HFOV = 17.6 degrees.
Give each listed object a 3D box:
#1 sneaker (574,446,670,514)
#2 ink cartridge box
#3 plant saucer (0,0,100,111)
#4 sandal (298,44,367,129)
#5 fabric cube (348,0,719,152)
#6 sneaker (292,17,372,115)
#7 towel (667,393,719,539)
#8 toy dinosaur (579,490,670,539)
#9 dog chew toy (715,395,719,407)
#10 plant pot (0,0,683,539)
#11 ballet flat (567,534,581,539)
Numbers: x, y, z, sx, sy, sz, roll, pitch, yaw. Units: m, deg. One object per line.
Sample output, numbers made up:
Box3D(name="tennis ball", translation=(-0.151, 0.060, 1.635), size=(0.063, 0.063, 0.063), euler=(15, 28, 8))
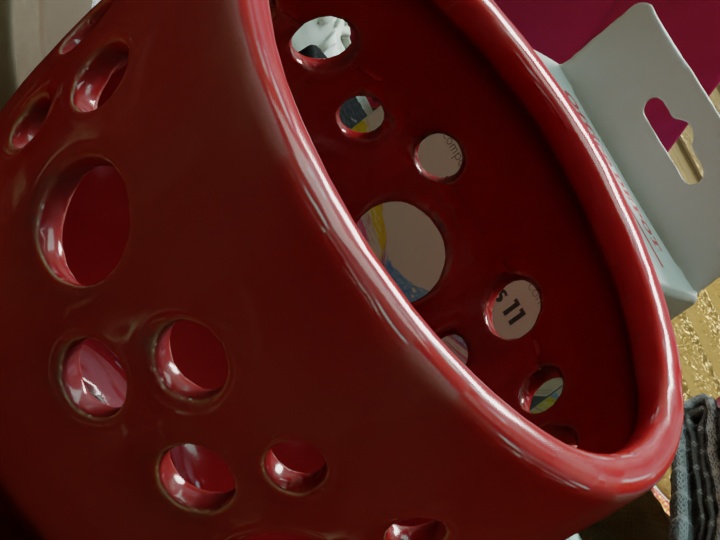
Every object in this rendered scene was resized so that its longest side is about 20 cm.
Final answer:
Box3D(name="sneaker", translation=(0.104, 0.112, 1.016), size=(0.077, 0.073, 0.200), euler=(-16, 64, -45))
Box3D(name="ink cartridge box", translation=(0.041, -0.007, 0.857), size=(0.067, 0.200, 0.117), euler=(17, 40, -57))
Box3D(name="plant saucer", translation=(-0.082, -0.089, 0.809), size=(0.200, 0.029, 0.200), euler=(-19, 111, -60))
Box3D(name="sandal", translation=(0.000, 0.000, 0.985), size=(0.075, 0.045, 0.200), euler=(5, 65, -75))
Box3D(name="fabric cube", translation=(0.100, -0.200, 1.226), size=(0.200, 0.199, 0.196), euler=(11, 40, -33))
Box3D(name="sneaker", translation=(-0.022, -0.128, 1.048), size=(0.200, 0.116, 0.074), euler=(51, 18, -9))
Box3D(name="towel", translation=(0.166, 0.154, 0.858), size=(0.166, 0.085, 0.200), euler=(58, 25, -35))
Box3D(name="toy dinosaur", translation=(0.097, 0.085, 0.918), size=(0.101, 0.058, 0.200), euler=(43, -25, 37))
Box3D(name="dog chew toy", translation=(0.243, 0.146, 1.165), size=(0.200, 0.124, 0.125), euler=(53, 19, -19))
Box3D(name="plant pot", translation=(-0.034, 0.015, 0.672), size=(0.200, 0.182, 0.201), euler=(44, 26, -28))
Box3D(name="ballet flat", translation=(0.065, 0.146, 0.868), size=(0.200, 0.069, 0.069), euler=(60, 22, 17))
